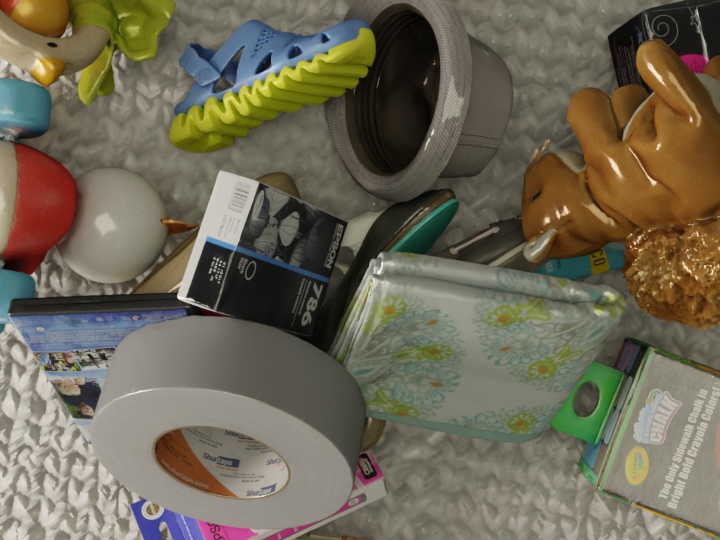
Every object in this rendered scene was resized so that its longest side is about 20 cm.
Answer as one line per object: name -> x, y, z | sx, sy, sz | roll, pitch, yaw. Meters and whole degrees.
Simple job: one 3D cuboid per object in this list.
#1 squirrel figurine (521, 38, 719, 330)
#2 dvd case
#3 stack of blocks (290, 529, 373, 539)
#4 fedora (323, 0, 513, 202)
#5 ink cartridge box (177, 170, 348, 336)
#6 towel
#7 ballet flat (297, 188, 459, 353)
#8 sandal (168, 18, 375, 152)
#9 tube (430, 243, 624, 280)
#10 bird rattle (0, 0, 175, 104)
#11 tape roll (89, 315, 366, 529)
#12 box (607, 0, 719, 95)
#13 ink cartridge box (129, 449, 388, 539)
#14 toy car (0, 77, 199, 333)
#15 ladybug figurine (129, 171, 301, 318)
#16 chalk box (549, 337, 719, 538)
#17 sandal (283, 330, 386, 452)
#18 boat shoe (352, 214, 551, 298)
squirrel figurine -> 0.210, -0.044, 1.098 | 0.187, 0.141, 0.200 | -35, 79, 30
dvd case -> -0.174, 0.080, 1.170 | 0.142, 0.200, 0.018 | -3, 54, 9
stack of blocks -> -0.093, 0.272, 1.250 | 0.200, 0.059, 0.115 | 7, 90, 1
fedora -> 0.056, -0.142, 1.206 | 0.090, 0.200, 0.177 | 8, 111, -30
ink cartridge box -> -0.062, -0.007, 1.138 | 0.039, 0.200, 0.100 | 17, 90, 24
towel -> 0.076, 0.062, 1.123 | 0.200, 0.171, 0.048 | 9, 52, -15
ballet flat -> 0.000, 0.000, 1.228 | 0.068, 0.068, 0.200 | 41, 108, 20
sandal -> -0.080, -0.167, 1.219 | 0.200, 0.079, 0.087 | -18, 75, 25
tube -> 0.149, -0.015, 1.256 | 0.200, 0.050, 0.078 | -19, 97, -5
bird rattle -> -0.254, -0.226, 1.196 | 0.113, 0.163, 0.200 | -35, 101, 36
tape roll -> -0.098, 0.118, 1.126 | 0.200, 0.200, 0.066 | 11, 53, 1
box -> 0.294, -0.118, 1.212 | 0.132, 0.115, 0.200 | -13, 91, -6
ink cartridge box -> -0.086, 0.181, 1.225 | 0.200, 0.037, 0.095 | -25, 54, -7
toy car -> -0.235, -0.037, 1.225 | 0.200, 0.177, 0.185 | 9, 77, -26
ladybug figurine -> -0.115, 0.003, 1.208 | 0.200, 0.136, 0.072 | -45, 99, -21
chalk box -> 0.253, 0.132, 1.214 | 0.200, 0.124, 0.125 | 22, 92, 2
sandal -> -0.070, 0.089, 1.217 | 0.200, 0.054, 0.080 | 26, 106, 28
boat shoe -> 0.085, -0.008, 1.191 | 0.200, 0.067, 0.057 | -29, 68, -17
